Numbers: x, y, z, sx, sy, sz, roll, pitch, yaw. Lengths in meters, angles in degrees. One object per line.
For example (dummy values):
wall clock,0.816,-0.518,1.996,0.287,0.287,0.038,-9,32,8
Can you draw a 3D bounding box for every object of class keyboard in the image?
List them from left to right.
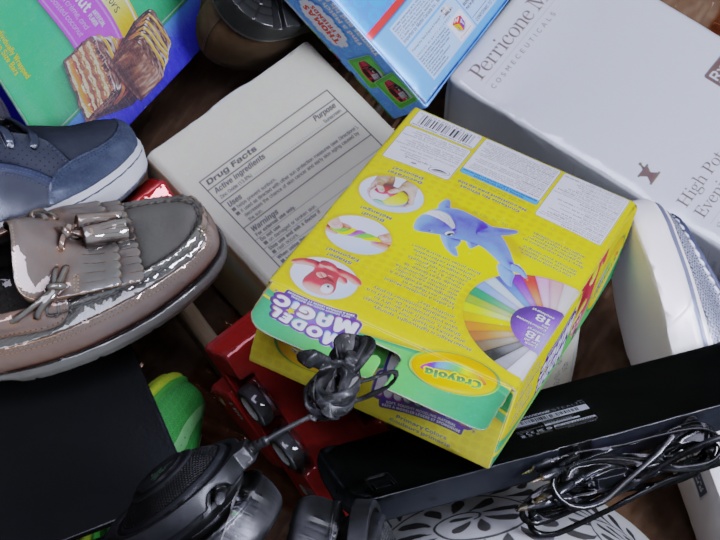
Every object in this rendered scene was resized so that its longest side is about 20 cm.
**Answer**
keyboard,0.087,0.082,1.251,0.199,0.104,0.040,-15,108,-9

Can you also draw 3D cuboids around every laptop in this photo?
laptop,-0.148,0.148,1.272,0.177,0.103,0.201,-21,98,-7

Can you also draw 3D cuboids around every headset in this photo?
headset,-0.039,0.114,1.174,0.123,0.094,0.201,24,110,-1

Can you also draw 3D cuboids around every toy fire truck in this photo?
toy fire truck,-0.043,0.055,1.342,0.049,0.141,0.200,-37,107,-14

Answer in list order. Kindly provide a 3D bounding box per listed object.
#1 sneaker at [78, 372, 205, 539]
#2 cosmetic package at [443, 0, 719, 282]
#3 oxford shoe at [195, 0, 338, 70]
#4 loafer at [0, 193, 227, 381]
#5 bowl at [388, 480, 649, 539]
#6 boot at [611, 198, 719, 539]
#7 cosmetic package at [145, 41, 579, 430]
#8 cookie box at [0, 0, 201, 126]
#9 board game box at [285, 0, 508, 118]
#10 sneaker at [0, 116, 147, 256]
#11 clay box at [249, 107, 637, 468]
sneaker,-0.090,0.146,1.317,0.083,0.074,0.201,8,74,4
cosmetic package,0.147,-0.061,1.415,0.200,0.074,0.102,32,67,15
oxford shoe,0.003,-0.145,1.461,0.199,0.084,0.073,-13,71,-29
loafer,-0.157,0.010,1.282,0.199,0.063,0.072,-23,40,-1
bowl,0.069,0.182,1.243,0.200,0.094,0.202,2,81,-11
boot,0.183,0.055,1.348,0.090,0.073,0.201,-16,83,-14
cosmetic package,0.000,0.000,1.386,0.105,0.071,0.200,-35,68,-17
cookie box,-0.131,-0.172,1.415,0.075,0.171,0.200,22,63,41
board game box,-0.002,-0.196,1.392,0.200,0.037,0.151,47,61,-17
sneaker,-0.194,-0.077,1.315,0.202,0.147,0.077,-17,21,-26
clay box,0.034,0.010,1.265,0.115,0.048,0.200,24,36,11
